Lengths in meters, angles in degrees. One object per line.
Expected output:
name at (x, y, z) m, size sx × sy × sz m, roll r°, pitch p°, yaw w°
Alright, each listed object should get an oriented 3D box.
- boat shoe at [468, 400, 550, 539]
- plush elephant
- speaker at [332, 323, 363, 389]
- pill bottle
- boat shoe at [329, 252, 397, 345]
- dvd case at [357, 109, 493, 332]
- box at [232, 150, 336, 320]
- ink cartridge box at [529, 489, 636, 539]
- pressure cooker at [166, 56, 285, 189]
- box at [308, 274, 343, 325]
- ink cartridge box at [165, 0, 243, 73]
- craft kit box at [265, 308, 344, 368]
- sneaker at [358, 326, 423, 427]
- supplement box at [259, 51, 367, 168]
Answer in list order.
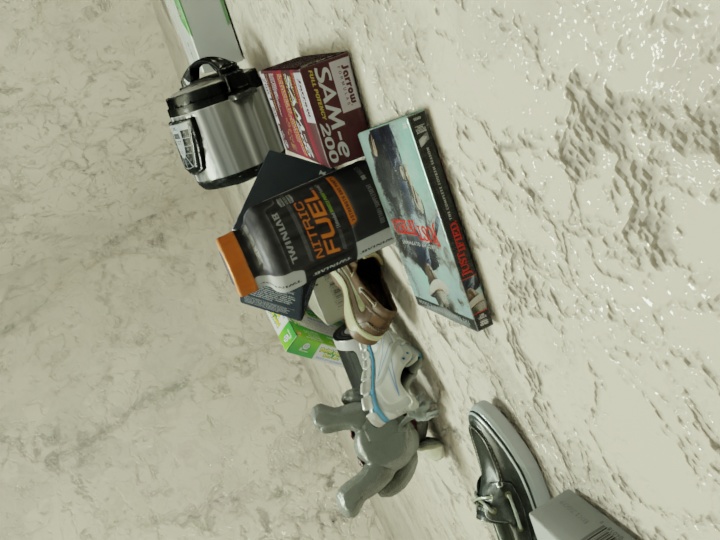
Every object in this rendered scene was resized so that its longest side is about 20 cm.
boat shoe at (0.150, 0.236, 0.596) m, size 0.202 × 0.070 × 0.072 m, roll 65°, pitch 167°, yaw 6°
plush elephant at (0.044, 0.248, 0.895) m, size 0.166 × 0.198 × 0.155 m, roll 62°, pitch -170°, yaw 19°
speaker at (0.022, 0.188, 1.009) m, size 0.081 × 0.080 × 0.203 m, roll 30°, pitch 142°, yaw 68°
pill bottle at (-0.063, -0.042, 0.674) m, size 0.107 × 0.198 × 0.107 m, roll 58°, pitch 166°, yaw 25°
boat shoe at (0.005, 0.001, 0.811) m, size 0.075 × 0.074 × 0.204 m, roll -50°, pitch 46°, yaw 33°
dvd case at (0.059, -0.048, 0.575) m, size 0.203 × 0.022 × 0.146 m, roll 69°, pitch 167°, yaw -14°
box at (-0.110, -0.045, 0.871) m, size 0.201 × 0.105 × 0.150 m, roll 103°, pitch -176°, yaw -57°
ink cartridge box at (0.216, 0.302, 0.494) m, size 0.203 × 0.050 × 0.109 m, roll 70°, pitch 166°, yaw -14°
pressure cooker at (-0.235, -0.261, 1.008) m, size 0.179 × 0.173 × 0.203 m, roll -83°, pitch -23°, yaw -65°
box at (-0.069, 0.023, 1.081) m, size 0.096 × 0.077 × 0.200 m, roll 69°, pitch 167°, yaw -17°
ink cartridge box at (-0.312, -0.480, 1.153) m, size 0.200 × 0.087 × 0.147 m, roll 41°, pitch 151°, yaw 58°
craft kit box at (-0.099, 0.103, 1.176) m, size 0.199 × 0.049 × 0.198 m, roll 25°, pitch -162°, yaw -42°
sneaker at (0.045, 0.115, 0.830) m, size 0.075 × 0.086 × 0.203 m, roll 44°, pitch -148°, yaw -52°
supplement box at (-0.057, -0.194, 0.698) m, size 0.200 × 0.060 × 0.110 m, roll 37°, pitch 148°, yaw 63°
